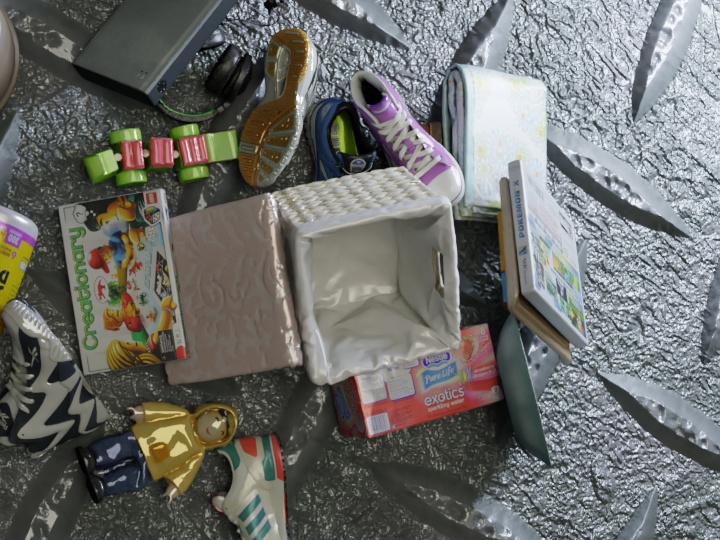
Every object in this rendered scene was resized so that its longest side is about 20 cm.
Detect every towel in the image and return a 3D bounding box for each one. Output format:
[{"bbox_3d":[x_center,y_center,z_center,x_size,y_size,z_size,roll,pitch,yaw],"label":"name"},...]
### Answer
[{"bbox_3d":[-0.164,0.026,1.681,0.032,0.189,0.203,-8,87,-62],"label":"towel"},{"bbox_3d":[0.178,-0.162,1.877,0.170,0.048,0.203,4,85,-44],"label":"towel"}]

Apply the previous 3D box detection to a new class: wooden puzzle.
[{"bbox_3d":[0.219,0.004,1.831,0.200,0.037,0.187,44,39,-50],"label":"wooden puzzle"}]

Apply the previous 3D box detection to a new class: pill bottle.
[{"bbox_3d":[-0.440,0.027,1.593,0.103,0.104,0.203,21,78,-19],"label":"pill bottle"}]

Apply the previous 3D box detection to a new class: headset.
[{"bbox_3d":[-0.175,-0.267,1.735,0.200,0.094,0.124,-41,101,-9],"label":"headset"}]

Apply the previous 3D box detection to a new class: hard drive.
[{"bbox_3d":[-0.235,-0.295,1.695,0.201,0.139,0.033,-54,142,-17],"label":"hard drive"}]

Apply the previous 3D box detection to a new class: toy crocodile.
[{"bbox_3d":[-0.238,-0.139,1.715,0.197,0.062,0.069,-7,88,-24],"label":"toy crocodile"}]

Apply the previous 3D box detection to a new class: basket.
[{"bbox_3d":[0.000,0.000,1.711,0.197,0.161,0.201,-13,115,-15],"label":"basket"}]

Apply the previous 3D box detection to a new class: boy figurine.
[{"bbox_3d":[-0.232,0.213,1.687,0.198,0.064,0.126,-18,90,-20],"label":"boy figurine"}]

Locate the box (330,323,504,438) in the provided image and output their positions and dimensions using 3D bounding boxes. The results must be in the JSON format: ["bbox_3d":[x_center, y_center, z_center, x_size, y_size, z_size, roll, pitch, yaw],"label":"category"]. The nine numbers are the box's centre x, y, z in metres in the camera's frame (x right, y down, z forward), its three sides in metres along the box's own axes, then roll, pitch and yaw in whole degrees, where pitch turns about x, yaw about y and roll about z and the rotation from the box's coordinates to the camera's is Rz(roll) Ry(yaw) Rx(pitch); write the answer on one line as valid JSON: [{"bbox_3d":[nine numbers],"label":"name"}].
[{"bbox_3d":[0.068,0.138,1.801,0.197,0.094,0.104,-14,91,-23],"label":"box"}]

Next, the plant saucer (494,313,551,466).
[{"bbox_3d":[0.202,0.154,1.819,0.038,0.201,0.204,-14,91,4],"label":"plant saucer"}]

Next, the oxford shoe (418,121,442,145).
[{"bbox_3d":[0.074,-0.090,1.848,0.070,0.071,0.203,-2,81,3],"label":"oxford shoe"}]

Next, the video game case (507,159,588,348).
[{"bbox_3d":[0.240,-0.018,1.821,0.200,0.022,0.185,40,41,-54],"label":"video game case"}]

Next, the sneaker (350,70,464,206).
[{"bbox_3d":[0.049,-0.164,1.774,0.072,0.114,0.201,-40,71,5],"label":"sneaker"}]

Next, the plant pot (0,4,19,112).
[{"bbox_3d":[-0.467,-0.251,1.569,0.197,0.173,0.203,2,85,-21],"label":"plant pot"}]

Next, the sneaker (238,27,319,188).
[{"bbox_3d":[-0.090,-0.194,1.768,0.075,0.088,0.203,16,85,19],"label":"sneaker"}]

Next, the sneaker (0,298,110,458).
[{"bbox_3d":[-0.379,0.134,1.599,0.129,0.079,0.200,-37,138,-13],"label":"sneaker"}]

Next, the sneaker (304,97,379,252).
[{"bbox_3d":[-0.021,-0.117,1.788,0.078,0.089,0.203,-13,96,-23],"label":"sneaker"}]

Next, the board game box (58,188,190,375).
[{"bbox_3d":[-0.277,0.014,1.676,0.124,0.035,0.203,-10,89,1],"label":"board game box"}]

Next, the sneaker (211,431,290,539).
[{"bbox_3d":[-0.133,0.299,1.728,0.092,0.070,0.203,-4,89,-5],"label":"sneaker"}]
